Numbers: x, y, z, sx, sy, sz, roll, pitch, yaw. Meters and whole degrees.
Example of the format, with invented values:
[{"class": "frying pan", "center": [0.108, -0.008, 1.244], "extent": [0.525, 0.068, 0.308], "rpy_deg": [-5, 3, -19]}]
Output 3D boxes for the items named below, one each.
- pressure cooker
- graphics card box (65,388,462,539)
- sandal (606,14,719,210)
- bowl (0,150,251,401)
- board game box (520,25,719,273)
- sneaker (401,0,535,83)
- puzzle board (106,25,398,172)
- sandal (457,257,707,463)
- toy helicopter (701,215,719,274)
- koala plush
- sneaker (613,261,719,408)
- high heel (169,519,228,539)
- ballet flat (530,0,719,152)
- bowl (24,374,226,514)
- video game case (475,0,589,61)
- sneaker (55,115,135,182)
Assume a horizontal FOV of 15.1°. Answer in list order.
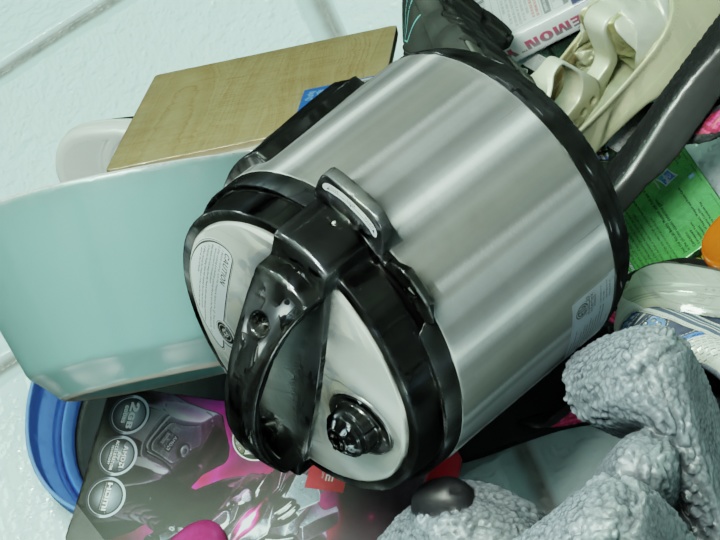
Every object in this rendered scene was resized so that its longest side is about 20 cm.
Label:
[{"class": "pressure cooker", "center": [0.011, 0.006, 1.322], "extent": [0.200, 0.177, 0.178], "rpy_deg": [-38, 24, -28]}, {"class": "graphics card box", "center": [-0.056, 0.137, 1.467], "extent": [0.199, 0.051, 0.126], "rpy_deg": [7, 67, 20]}, {"class": "sandal", "center": [0.194, -0.094, 1.481], "extent": [0.200, 0.045, 0.075], "rpy_deg": [-52, 5, 4]}, {"class": "bowl", "center": [-0.114, 0.008, 1.444], "extent": [0.200, 0.201, 0.106], "rpy_deg": [-14, 84, 23]}, {"class": "board game box", "center": [0.133, -0.055, 1.548], "extent": [0.104, 0.023, 0.200], "rpy_deg": [-32, 45, 5]}, {"class": "sneaker", "center": [0.042, -0.113, 1.531], "extent": [0.079, 0.075, 0.200], "rpy_deg": [-53, 15, 15]}, {"class": "puzzle board", "center": [-0.056, -0.092, 1.525], "extent": [0.150, 0.018, 0.200], "rpy_deg": [-11, 18, 7]}, {"class": "sandal", "center": [0.110, 0.052, 1.453], "extent": [0.199, 0.045, 0.076], "rpy_deg": [-24, 71, 20]}, {"class": "toy helicopter", "center": [0.255, -0.054, 1.438], "extent": [0.132, 0.079, 0.201], "rpy_deg": [-23, 35, 25]}, {"class": "koala plush", "center": [0.084, 0.155, 1.315], "extent": [0.199, 0.184, 0.178], "rpy_deg": [-14, 31, 25]}, {"class": "sneaker", "center": [0.218, 0.057, 1.353], "extent": [0.199, 0.077, 0.085], "rpy_deg": [4, 49, 22]}, {"class": "high heel", "center": [-0.139, 0.202, 1.374], "extent": [0.067, 0.096, 0.201], "rpy_deg": [18, 72, 47]}, {"class": "ballet flat", "center": [0.133, -0.112, 1.531], "extent": [0.200, 0.070, 0.069], "rpy_deg": [-50, 46, -10]}, {"class": "bowl", "center": [-0.104, 0.067, 1.595], "extent": [0.199, 0.039, 0.202], "rpy_deg": [-17, 50, 21]}, {"class": "video game case", "center": [0.127, -0.219, 1.663], "extent": [0.181, 0.023, 0.201], "rpy_deg": [-26, 40, 14]}, {"class": "sneaker", "center": [-0.073, -0.062, 1.622], "extent": [0.199, 0.074, 0.112], "rpy_deg": [10, 24, 11]}]
